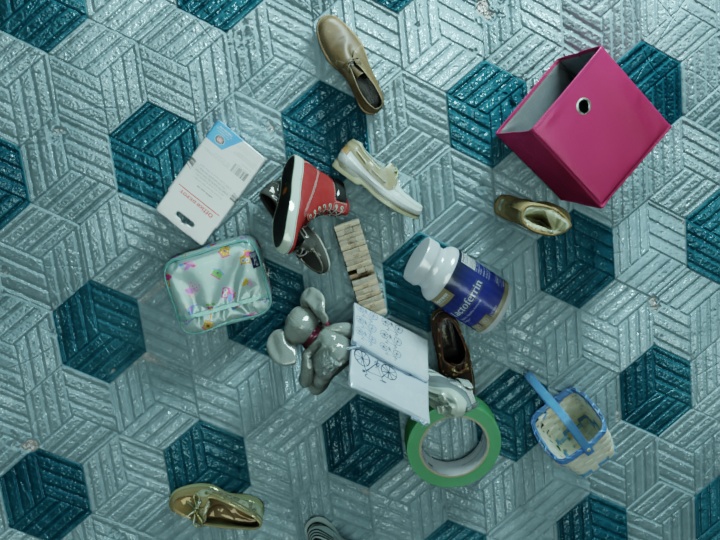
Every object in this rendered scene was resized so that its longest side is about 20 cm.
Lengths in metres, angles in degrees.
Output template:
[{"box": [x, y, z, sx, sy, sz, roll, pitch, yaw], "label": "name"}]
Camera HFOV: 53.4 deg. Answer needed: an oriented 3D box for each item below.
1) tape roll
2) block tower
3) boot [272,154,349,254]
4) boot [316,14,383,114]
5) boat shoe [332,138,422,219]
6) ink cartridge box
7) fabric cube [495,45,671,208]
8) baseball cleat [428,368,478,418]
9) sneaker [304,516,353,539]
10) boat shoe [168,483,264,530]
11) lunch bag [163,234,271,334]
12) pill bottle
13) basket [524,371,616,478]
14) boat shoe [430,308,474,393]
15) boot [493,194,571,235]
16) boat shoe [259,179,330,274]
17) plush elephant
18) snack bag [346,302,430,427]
[{"box": [0.188, 0.349, 1.470, 0.195, 0.048, 0.206, -2, 113, -4], "label": "tape roll"}, {"box": [0.000, 0.000, 1.407, 0.053, 0.058, 0.205, -18, 103, -3], "label": "block tower"}, {"box": [-0.084, -0.102, 1.320, 0.142, 0.072, 0.204, 26, 55, -27], "label": "boot"}, {"box": [-0.014, -0.386, 1.329, 0.073, 0.076, 0.202, -33, 101, 2], "label": "boot"}, {"box": [0.044, -0.174, 1.372, 0.198, 0.075, 0.069, 33, 100, -10], "label": "boat shoe"}, {"box": [-0.278, -0.164, 1.338, 0.115, 0.067, 0.201, 37, 93, -12], "label": "ink cartridge box"}, {"box": [0.408, -0.263, 1.337, 0.199, 0.200, 0.197, 42, 92, -12], "label": "fabric cube"}, {"box": [0.149, 0.230, 1.423, 0.105, 0.199, 0.071, -5, 118, -39], "label": "baseball cleat"}, {"box": [-0.034, 0.603, 1.473, 0.199, 0.115, 0.076, 39, 93, -12], "label": "sneaker"}, {"box": [-0.292, 0.483, 1.449, 0.194, 0.063, 0.075, 8, 100, -8], "label": "boat shoe"}, {"box": [-0.266, 0.029, 1.367, 0.195, 0.077, 0.165, -15, 101, -4], "label": "lunch bag"}, {"box": [0.189, 0.027, 1.403, 0.197, 0.116, 0.117, 31, 95, -10], "label": "pill bottle"}, {"box": [0.418, 0.310, 1.448, 0.138, 0.177, 0.201, -35, 113, 4], "label": "basket"}, {"box": [0.189, 0.179, 1.452, 0.069, 0.070, 0.204, -22, 103, -6], "label": "boat shoe"}, {"box": [0.351, -0.095, 1.358, 0.170, 0.200, 0.068, 10, 99, -8], "label": "boot"}, {"box": [-0.129, -0.075, 1.365, 0.057, 0.066, 0.203, -35, 98, -44], "label": "boat shoe"}, {"box": [-0.087, 0.132, 1.370, 0.164, 0.200, 0.155, -42, 79, 0], "label": "plush elephant"}, {"box": [0.056, 0.172, 1.334, 0.186, 0.203, 0.021, 29, 128, -20], "label": "snack bag"}]
